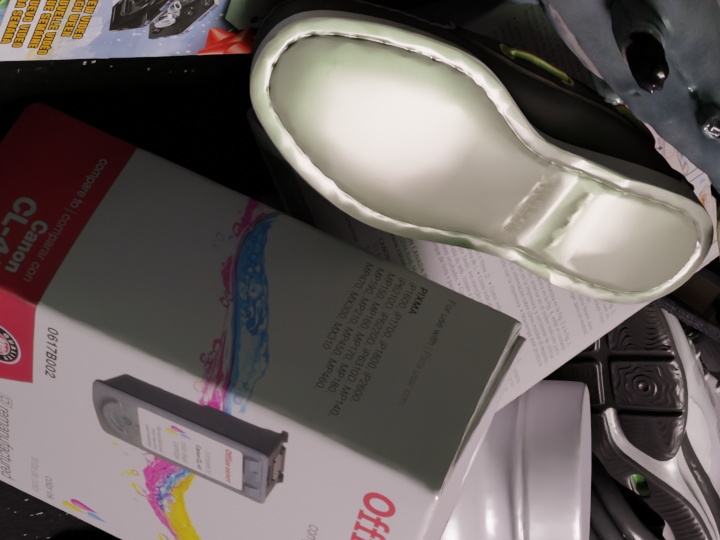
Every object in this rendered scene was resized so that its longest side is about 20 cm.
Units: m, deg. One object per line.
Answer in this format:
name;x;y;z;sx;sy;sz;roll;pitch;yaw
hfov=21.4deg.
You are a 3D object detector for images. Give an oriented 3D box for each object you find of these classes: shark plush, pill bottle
shark plush;0.090;-0.076;0.651;0.091;0.201;0.083;-21;-174;15
pill bottle;0.001;0.089;0.848;0.199;0.113;0.112;0;155;11

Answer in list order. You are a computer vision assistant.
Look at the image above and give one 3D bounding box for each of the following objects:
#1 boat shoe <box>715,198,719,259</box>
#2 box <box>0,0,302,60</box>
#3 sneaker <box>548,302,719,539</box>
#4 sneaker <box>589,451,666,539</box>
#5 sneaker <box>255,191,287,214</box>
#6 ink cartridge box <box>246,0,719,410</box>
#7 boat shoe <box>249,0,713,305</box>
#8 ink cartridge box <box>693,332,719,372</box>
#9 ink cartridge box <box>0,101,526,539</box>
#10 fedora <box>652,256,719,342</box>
boat shoe;0.161;-0.066;0.718;0.072;0.203;0.060;17;153;-41
box;-0.054;-0.141;0.557;0.136;0.040;0.200;-5;147;-32
sneaker;0.163;0.063;1.017;0.075;0.201;0.115;-1;-150;31
sneaker;0.120;0.173;0.941;0.099;0.071;0.200;-29;119;0
sneaker;0.000;0.000;0.814;0.199;0.071;0.073;-25;153;-2
ink cartridge box;0.069;-0.044;0.763;0.200;0.050;0.161;-35;124;-18
boat shoe;0.039;-0.048;0.679;0.201;0.061;0.072;25;119;-33
ink cartridge box;0.302;0.032;1.070;0.200;0.116;0.068;-41;152;28
ink cartridge box;-0.056;0.045;0.711;0.086;0.199;0.148;-59;170;-35
fedora;0.212;-0.010;0.889;0.200;0.200;0.092;8;111;-47
